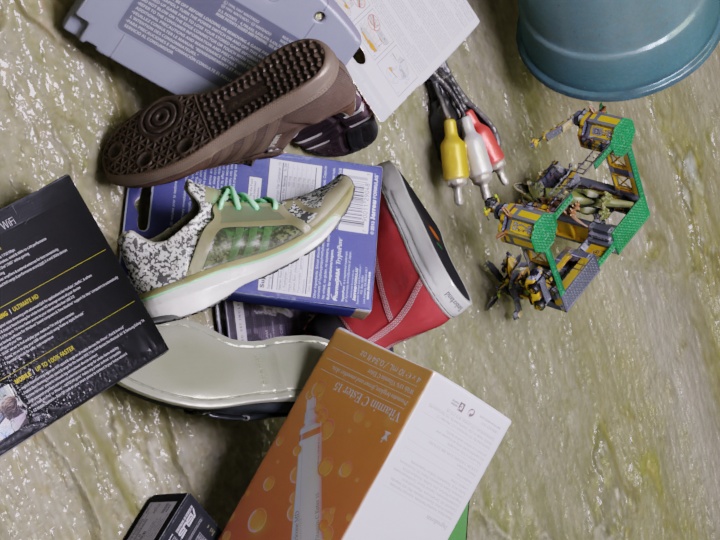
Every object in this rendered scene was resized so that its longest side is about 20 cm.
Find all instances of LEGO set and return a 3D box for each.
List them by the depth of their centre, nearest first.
[{"bbox_3d":[0.171,-0.060,1.793,0.200,0.116,0.154,-55,138,-21],"label":"LEGO set"}]

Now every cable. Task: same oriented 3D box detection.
[{"bbox_3d":[0.087,-0.161,1.765,0.097,0.050,0.200,-24,102,-45],"label":"cable"}]

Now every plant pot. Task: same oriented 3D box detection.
[{"bbox_3d":[0.222,-0.292,1.752,0.196,0.200,0.201,68,37,-51],"label":"plant pot"}]

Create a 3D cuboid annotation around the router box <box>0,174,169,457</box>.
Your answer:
[{"bbox_3d":[-0.244,0.038,1.341,0.200,0.051,0.149,-33,95,-46],"label":"router box"}]

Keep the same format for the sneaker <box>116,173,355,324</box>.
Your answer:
[{"bbox_3d":[-0.094,-0.035,1.446,0.200,0.077,0.089,-30,101,-20],"label":"sneaker"}]

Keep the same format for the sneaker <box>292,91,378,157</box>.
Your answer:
[{"bbox_3d":[-0.051,-0.180,1.602,0.200,0.076,0.116,38,38,-53],"label":"sneaker"}]

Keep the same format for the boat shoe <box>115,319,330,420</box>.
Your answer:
[{"bbox_3d":[-0.110,0.083,1.491,0.199,0.066,0.075,-1,62,-27],"label":"boat shoe"}]

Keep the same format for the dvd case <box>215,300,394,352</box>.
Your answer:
[{"bbox_3d":[-0.049,0.013,1.611,0.200,0.016,0.149,-8,91,-49],"label":"dvd case"}]

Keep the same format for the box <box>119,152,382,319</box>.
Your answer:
[{"bbox_3d":[-0.086,-0.035,1.514,0.200,0.032,0.121,9,74,-12],"label":"box"}]

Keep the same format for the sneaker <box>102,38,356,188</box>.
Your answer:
[{"bbox_3d":[-0.095,-0.101,1.458,0.076,0.200,0.071,49,24,-50],"label":"sneaker"}]

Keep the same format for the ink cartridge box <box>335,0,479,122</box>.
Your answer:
[{"bbox_3d":[0.007,-0.228,1.660,0.162,0.050,0.200,55,44,-13],"label":"ink cartridge box"}]

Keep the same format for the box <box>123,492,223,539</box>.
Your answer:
[{"bbox_3d":[-0.142,0.291,1.440,0.160,0.043,0.200,53,49,-29],"label":"box"}]

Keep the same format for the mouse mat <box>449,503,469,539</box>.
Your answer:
[{"bbox_3d":[0.069,0.216,1.672,0.161,0.008,0.200,43,49,-65],"label":"mouse mat"}]

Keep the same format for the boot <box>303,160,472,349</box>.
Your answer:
[{"bbox_3d":[0.000,0.000,1.607,0.072,0.144,0.200,49,13,-35],"label":"boot"}]

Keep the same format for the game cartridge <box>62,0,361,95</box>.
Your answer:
[{"bbox_3d":[-0.106,-0.189,1.466,0.200,0.133,0.042,29,17,-22],"label":"game cartridge"}]

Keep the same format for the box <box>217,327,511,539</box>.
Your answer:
[{"bbox_3d":[-0.001,0.163,1.446,0.097,0.124,0.200,34,82,-39],"label":"box"}]
